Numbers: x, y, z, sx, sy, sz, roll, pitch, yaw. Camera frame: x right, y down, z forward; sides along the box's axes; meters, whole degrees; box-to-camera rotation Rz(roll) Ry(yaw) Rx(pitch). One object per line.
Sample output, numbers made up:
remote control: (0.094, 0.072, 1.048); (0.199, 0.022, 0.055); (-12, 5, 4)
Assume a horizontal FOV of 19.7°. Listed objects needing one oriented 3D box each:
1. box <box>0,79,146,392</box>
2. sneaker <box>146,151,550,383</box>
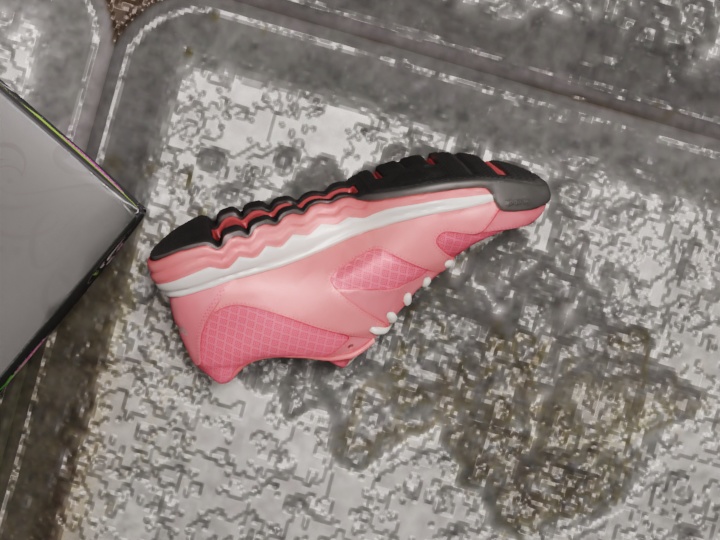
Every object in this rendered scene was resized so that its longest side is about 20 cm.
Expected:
box: (-0.218, 0.000, 0.970); (0.148, 0.124, 0.200); (41, 88, -5)
sneaker: (0.000, 0.000, 1.021); (0.199, 0.074, 0.087); (-14, 105, 1)
